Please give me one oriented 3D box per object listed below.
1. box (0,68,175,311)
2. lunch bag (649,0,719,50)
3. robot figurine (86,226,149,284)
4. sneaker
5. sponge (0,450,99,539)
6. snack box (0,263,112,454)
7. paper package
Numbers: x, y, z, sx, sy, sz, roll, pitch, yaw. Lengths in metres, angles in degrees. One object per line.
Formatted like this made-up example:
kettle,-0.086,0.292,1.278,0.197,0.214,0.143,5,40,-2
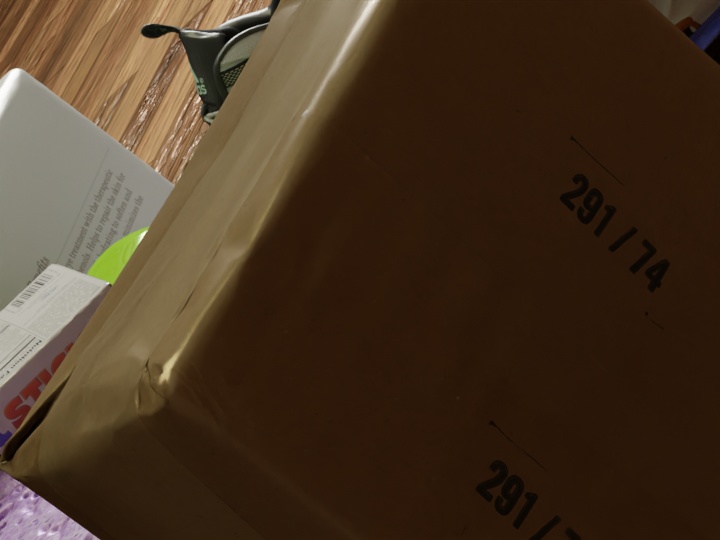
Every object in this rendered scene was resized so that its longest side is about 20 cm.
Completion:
box,-0.210,0.039,1.267,0.200,0.171,0.200,-40,21,36
lunch bag,0.127,-0.177,0.914,0.200,0.124,0.170,-42,15,-12
robot figurine,-0.081,0.059,0.979,0.176,0.115,0.201,-50,18,36
sneaker,-0.071,-0.077,1.181,0.200,0.140,0.078,-53,17,-2
sponge,-0.123,0.105,0.832,0.199,0.030,0.112,-8,37,49
snack box,-0.179,0.076,0.900,0.200,0.024,0.072,-45,25,-16
paper package,0.038,0.027,0.596,0.103,0.200,0.191,-22,34,58
